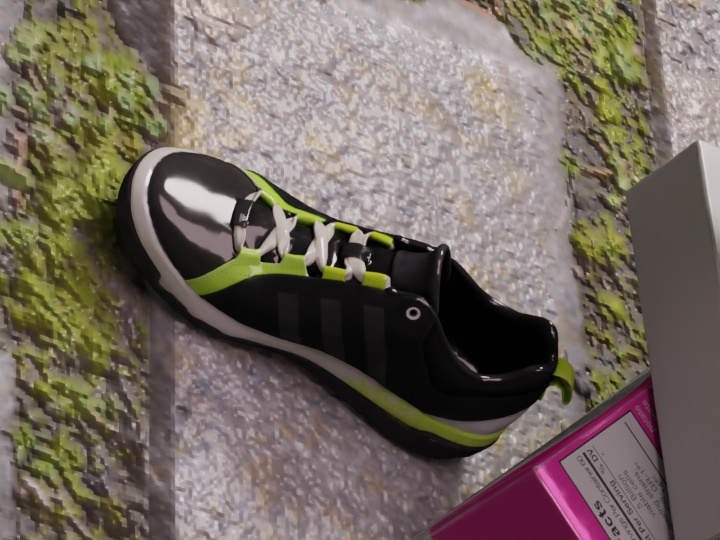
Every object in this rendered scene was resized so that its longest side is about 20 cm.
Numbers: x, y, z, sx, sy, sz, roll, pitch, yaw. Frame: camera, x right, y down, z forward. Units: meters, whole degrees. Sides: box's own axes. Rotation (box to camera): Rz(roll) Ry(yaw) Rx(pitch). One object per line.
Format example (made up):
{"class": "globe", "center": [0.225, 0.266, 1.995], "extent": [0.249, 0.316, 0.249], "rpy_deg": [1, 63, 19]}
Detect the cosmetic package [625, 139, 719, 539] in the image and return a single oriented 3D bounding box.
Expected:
{"class": "cosmetic package", "center": [0.187, 0.061, 1.124], "extent": [0.151, 0.052, 0.200], "rpy_deg": [16, 54, -31]}

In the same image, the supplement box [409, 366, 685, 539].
{"class": "supplement box", "center": [0.119, 0.100, 1.152], "extent": [0.200, 0.101, 0.103], "rpy_deg": [-28, 84, -47]}

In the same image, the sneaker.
{"class": "sneaker", "center": [0.000, 0.000, 1.126], "extent": [0.200, 0.083, 0.072], "rpy_deg": [31, 47, -22]}
